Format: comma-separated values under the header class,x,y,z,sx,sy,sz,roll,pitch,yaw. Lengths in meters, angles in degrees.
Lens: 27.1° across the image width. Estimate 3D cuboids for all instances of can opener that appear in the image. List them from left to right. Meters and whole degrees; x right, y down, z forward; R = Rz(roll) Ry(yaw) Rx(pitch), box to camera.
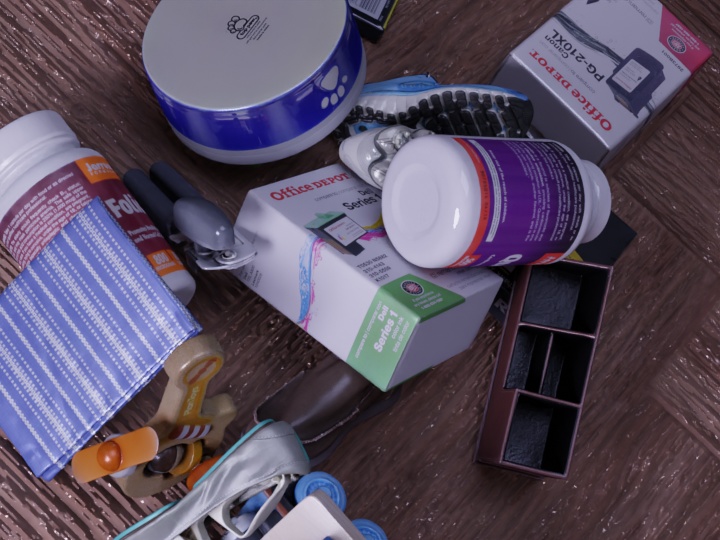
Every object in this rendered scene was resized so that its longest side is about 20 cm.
class,x,y,z,sx,sy,sz,roll,pitch,yaw
can opener,-0.152,-0.058,1.300,0.053,0.067,0.200,-18,35,-24

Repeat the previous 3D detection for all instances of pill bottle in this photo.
class,x,y,z,sx,sy,sz,roll,pitch,yaw
pill bottle,-0.242,-0.032,1.286,0.114,0.114,0.200,-32,79,-29
pill bottle,0.123,-0.060,1.301,0.199,0.112,0.113,-2,64,-38

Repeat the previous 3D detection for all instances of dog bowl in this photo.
class,x,y,z,sx,sy,sz,roll,pitch,yaw
dog bowl,-0.098,-0.201,1.390,0.199,0.079,0.201,-7,55,10

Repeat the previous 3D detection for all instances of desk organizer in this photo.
class,x,y,z,sx,sy,sz,roll,pitch,yaw
desk organizer,0.166,0.085,1.351,0.071,0.077,0.201,15,82,-9

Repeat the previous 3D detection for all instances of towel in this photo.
class,x,y,z,sx,sy,sz,roll,pitch,yaw
towel,-0.236,0.059,1.221,0.145,0.200,0.024,50,17,11

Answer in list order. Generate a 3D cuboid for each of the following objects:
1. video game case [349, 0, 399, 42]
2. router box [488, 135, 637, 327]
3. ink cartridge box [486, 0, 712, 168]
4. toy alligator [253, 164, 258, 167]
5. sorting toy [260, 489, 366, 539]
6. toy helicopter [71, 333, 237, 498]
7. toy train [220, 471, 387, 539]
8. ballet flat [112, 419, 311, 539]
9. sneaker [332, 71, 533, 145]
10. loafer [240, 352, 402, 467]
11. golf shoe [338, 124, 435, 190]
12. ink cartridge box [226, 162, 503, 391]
class,x,y,z,sx,sy,sz,roll,pitch,yaw
video game case,-0.037,-0.353,1.570,0.199,0.026,0.181,26,59,-4
router box,0.149,-0.043,1.464,0.200,0.052,0.157,42,60,4
ink cartridge box,0.247,-0.205,1.560,0.145,0.084,0.200,44,59,6
toy alligator,-0.074,-0.192,1.459,0.059,0.054,0.201,22,60,-8
sorting toy,-0.043,0.310,1.137,0.200,0.199,0.070,48,20,8
toy helicopter,-0.155,0.119,1.192,0.132,0.200,0.079,-16,58,-30
toy train,-0.031,0.256,1.227,0.114,0.087,0.200,-35,80,-36
ballet flat,-0.123,0.197,1.188,0.200,0.067,0.064,-39,76,12
sneaker,0.072,-0.163,1.446,0.199,0.079,0.090,3,41,22
loafer,-0.030,0.103,1.286,0.073,0.071,0.200,30,34,21
golf shoe,0.070,-0.091,1.388,0.200,0.097,0.079,22,87,-36
ink cartridge box,0.000,0.000,1.315,0.200,0.084,0.145,37,31,22
